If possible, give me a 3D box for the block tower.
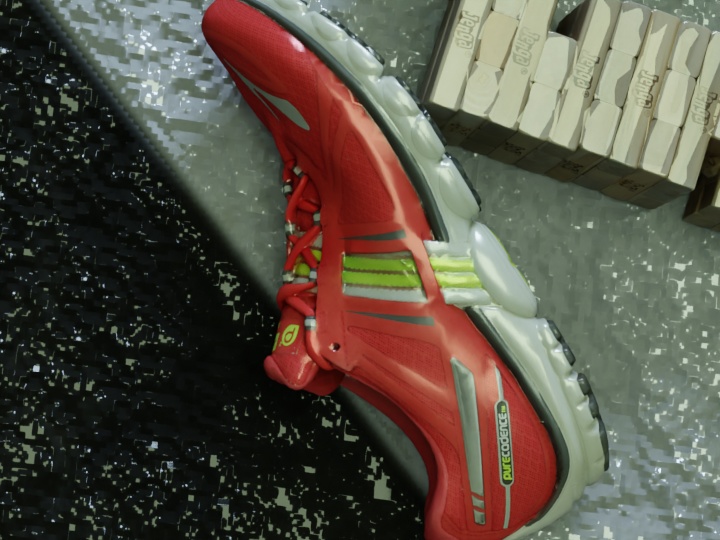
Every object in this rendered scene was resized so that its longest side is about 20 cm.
[{"bbox_3d":[0.119,-0.044,0.919,0.199,0.054,0.058,19,81,-7],"label":"block tower"}]

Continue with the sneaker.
[{"bbox_3d":[0.000,0.000,0.886,0.085,0.077,0.200,-32,88,-6],"label":"sneaker"}]
